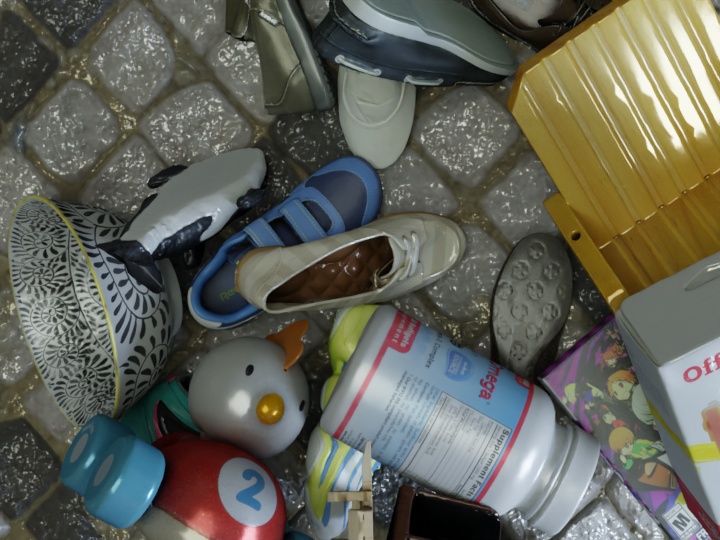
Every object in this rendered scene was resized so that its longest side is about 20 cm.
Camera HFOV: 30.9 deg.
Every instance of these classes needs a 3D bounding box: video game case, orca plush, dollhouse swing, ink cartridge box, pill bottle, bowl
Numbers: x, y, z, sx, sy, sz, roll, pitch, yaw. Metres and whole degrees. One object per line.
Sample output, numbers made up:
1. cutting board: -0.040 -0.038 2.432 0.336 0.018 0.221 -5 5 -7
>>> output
1. video game case: 0.272 0.091 1.029 0.199 0.036 0.182 -39 89 0
2. orca plush: -0.130 -0.028 1.045 0.104 0.201 0.072 2 119 12
3. dollhouse swing: 0.233 -0.082 0.958 0.199 0.176 0.183 -33 44 7
4. ink cartridge box: 0.284 0.090 0.929 0.144 0.084 0.201 -27 118 1
5. pill bottle: 0.077 0.118 0.995 0.198 0.109 0.110 28 98 -1
6. bowl: -0.208 0.027 1.082 0.093 0.200 0.203 -17 91 -33

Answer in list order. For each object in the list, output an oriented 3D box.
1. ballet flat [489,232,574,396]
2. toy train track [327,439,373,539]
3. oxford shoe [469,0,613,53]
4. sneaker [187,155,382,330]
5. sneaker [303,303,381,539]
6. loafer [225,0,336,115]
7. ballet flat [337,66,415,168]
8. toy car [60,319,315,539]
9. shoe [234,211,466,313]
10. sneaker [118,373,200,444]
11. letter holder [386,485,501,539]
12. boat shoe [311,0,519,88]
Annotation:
1. ballet flat: 0.136 0.070 1.070 0.066 0.046 0.203 5 91 4
2. toy train track: -0.006 0.185 0.967 0.032 0.200 0.116 -1 82 1
3. oxford shoe: 0.172 -0.188 1.022 0.198 0.084 0.073 24 96 6
4. sneaker: -0.063 -0.017 1.076 0.200 0.082 0.074 -41 85 9
5. sneaker: 0.015 0.129 1.076 0.104 0.076 0.203 9 95 9
6. loafer: -0.085 -0.218 1.069 0.069 0.075 0.202 -22 90 6
7. ballet flat: 0.015 -0.185 1.059 0.068 0.069 0.203 9 96 9
8. toy car: -0.090 0.122 0.981 0.183 0.176 0.202 33 80 -21
9. shoe: 0.000 0.000 1.043 0.197 0.053 0.071 -13 109 -19
10. sneaker: -0.107 0.159 1.100 0.200 0.084 0.121 41 109 6
11. letter holder: 0.074 0.281 0.978 0.140 0.101 0.202 12 126 1
12. boat shoe: 0.044 -0.175 1.009 0.060 0.198 0.076 -47 50 29
